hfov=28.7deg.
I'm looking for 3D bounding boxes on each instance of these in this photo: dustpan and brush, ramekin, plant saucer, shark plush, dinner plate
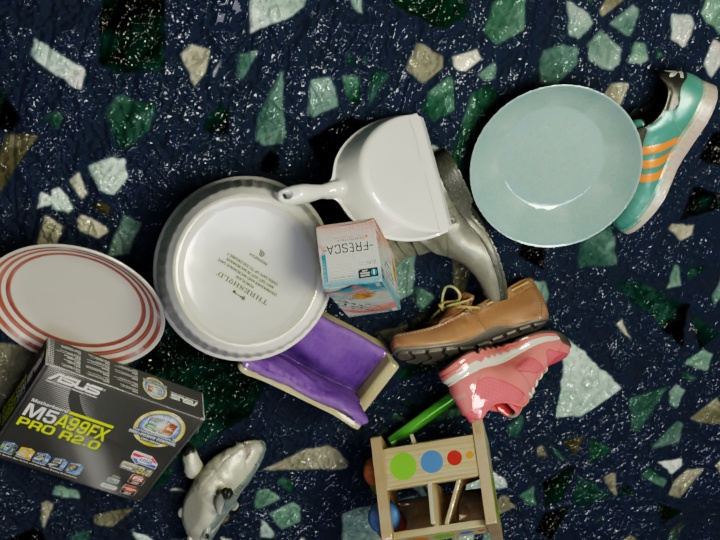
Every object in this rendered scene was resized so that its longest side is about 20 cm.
[{"bbox_3d":[-0.001,-0.092,1.500,0.198,0.057,0.142,-8,81,-45],"label":"dustpan and brush"},{"bbox_3d":[-0.122,-0.001,1.497,0.199,0.094,0.206,0,91,-7],"label":"ramekin"},{"bbox_3d":[0.220,-0.124,1.603,0.198,0.039,0.204,-2,119,-3],"label":"plant saucer"},{"bbox_3d":[-0.171,0.298,1.719,0.083,0.090,0.203,-12,122,-46],"label":"shark plush"},{"bbox_3d":[-0.307,0.035,1.516,0.197,0.024,0.202,3,137,3],"label":"dinner plate"}]

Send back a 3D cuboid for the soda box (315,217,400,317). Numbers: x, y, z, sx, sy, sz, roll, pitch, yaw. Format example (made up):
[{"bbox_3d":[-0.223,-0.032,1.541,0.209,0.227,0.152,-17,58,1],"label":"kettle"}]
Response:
[{"bbox_3d":[0.000,0.000,1.490,0.063,0.200,0.069,-9,79,6],"label":"soda box"}]

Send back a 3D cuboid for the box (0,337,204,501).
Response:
[{"bbox_3d":[-0.301,0.173,1.597,0.198,0.045,0.161,23,124,-27],"label":"box"}]

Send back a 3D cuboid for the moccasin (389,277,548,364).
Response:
[{"bbox_3d":[0.126,0.056,1.668,0.199,0.079,0.074,-19,166,-11],"label":"moccasin"}]

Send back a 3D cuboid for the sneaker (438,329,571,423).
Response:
[{"bbox_3d":[0.181,0.132,1.690,0.198,0.088,0.074,-13,166,-36],"label":"sneaker"}]

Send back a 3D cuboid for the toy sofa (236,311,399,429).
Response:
[{"bbox_3d":[-0.055,0.094,1.618,0.199,0.098,0.083,29,108,-28],"label":"toy sofa"}]

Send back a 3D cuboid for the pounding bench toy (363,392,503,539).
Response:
[{"bbox_3d":[0.081,0.232,1.715,0.154,0.203,0.124,-9,159,6],"label":"pounding bench toy"}]

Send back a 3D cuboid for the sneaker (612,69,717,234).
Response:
[{"bbox_3d":[0.330,-0.141,1.628,0.079,0.072,0.202,21,111,-14],"label":"sneaker"}]

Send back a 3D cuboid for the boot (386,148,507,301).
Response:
[{"bbox_3d":[0.081,-0.032,1.613,0.129,0.068,0.202,-27,111,4],"label":"boot"}]
